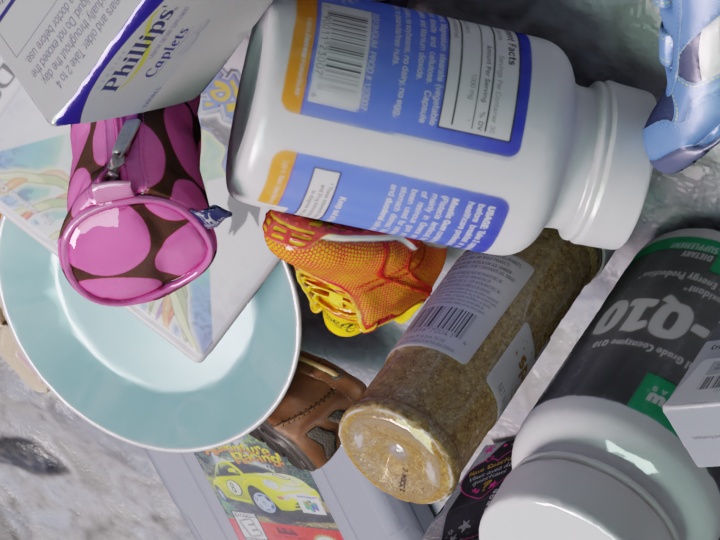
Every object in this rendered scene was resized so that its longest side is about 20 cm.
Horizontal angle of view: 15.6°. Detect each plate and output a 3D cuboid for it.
[{"bbox_3d":[-0.121,0.011,1.532,0.200,0.026,0.201,11,117,22],"label":"plate"}]

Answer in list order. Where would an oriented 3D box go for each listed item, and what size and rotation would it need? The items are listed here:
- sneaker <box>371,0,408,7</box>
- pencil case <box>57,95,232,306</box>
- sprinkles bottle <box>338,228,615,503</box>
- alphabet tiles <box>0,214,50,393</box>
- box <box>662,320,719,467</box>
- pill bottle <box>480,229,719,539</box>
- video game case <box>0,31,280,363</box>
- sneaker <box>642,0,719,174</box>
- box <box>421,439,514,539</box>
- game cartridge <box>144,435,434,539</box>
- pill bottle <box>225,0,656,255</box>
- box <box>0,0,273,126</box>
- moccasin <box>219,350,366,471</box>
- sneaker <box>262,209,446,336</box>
[{"bbox_3d":[-0.069,-0.171,1.362,0.200,0.076,0.088,30,148,9],"label":"sneaker"},{"bbox_3d":[-0.117,-0.083,1.338,0.091,0.200,0.094,-19,140,10],"label":"pencil case"},{"bbox_3d":[0.064,0.029,1.358,0.068,0.200,0.068,22,141,19],"label":"sprinkles bottle"},{"bbox_3d":[-0.219,-0.008,1.668,0.196,0.015,0.200,43,146,20],"label":"alphabet tiles"},{"bbox_3d":[0.246,0.005,1.186,0.156,0.200,0.041,-8,124,44],"label":"box"},{"bbox_3d":[0.147,0.082,1.335,0.113,0.200,0.113,22,140,19],"label":"pill bottle"},{"bbox_3d":[-0.115,-0.077,1.456,0.200,0.022,0.182,37,107,-1],"label":"video game case"},{"bbox_3d":[0.170,-0.128,1.216,0.082,0.074,0.200,32,134,5],"label":"sneaker"},{"bbox_3d":[0.145,0.200,1.548,0.132,0.115,0.200,-15,118,48],"label":"box"},{"bbox_3d":[-0.053,0.133,1.702,0.200,0.041,0.133,2,127,38],"label":"game cartridge"},{"bbox_3d":[0.041,-0.069,1.308,0.200,0.112,0.112,12,143,-9],"label":"pill bottle"},{"bbox_3d":[-0.118,-0.204,1.243,0.200,0.105,0.184,54,127,18],"label":"box"},{"bbox_3d":[-0.077,0.046,1.598,0.201,0.078,0.074,27,163,44],"label":"moccasin"},{"bbox_3d":[0.000,0.000,1.398,0.073,0.077,0.200,23,-177,22],"label":"sneaker"}]
